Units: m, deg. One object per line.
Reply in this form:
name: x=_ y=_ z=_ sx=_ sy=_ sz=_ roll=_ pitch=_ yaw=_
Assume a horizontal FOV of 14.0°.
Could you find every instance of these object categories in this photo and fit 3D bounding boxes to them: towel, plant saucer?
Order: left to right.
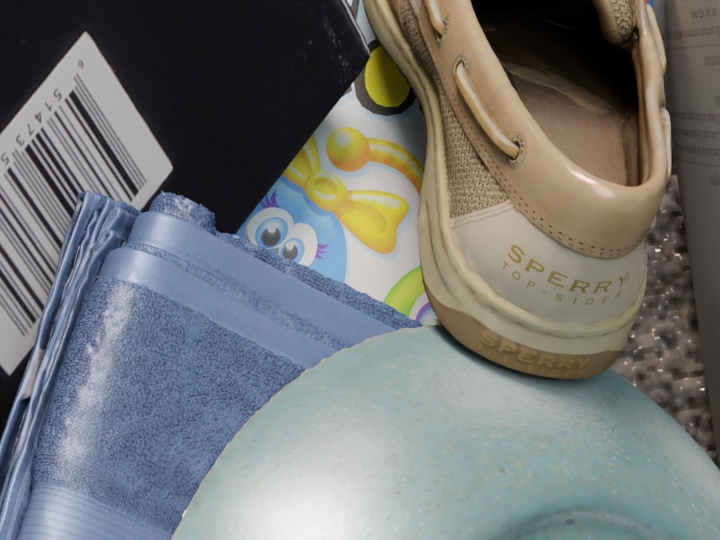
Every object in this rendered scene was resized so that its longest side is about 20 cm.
towel: x=-0.043 y=0.090 z=0.659 sx=0.112 sy=0.049 sz=0.200 roll=29 pitch=63 yaw=-26
plant saucer: x=0.043 y=0.108 z=0.663 sx=0.201 sy=0.039 sz=0.201 roll=10 pitch=73 yaw=-33

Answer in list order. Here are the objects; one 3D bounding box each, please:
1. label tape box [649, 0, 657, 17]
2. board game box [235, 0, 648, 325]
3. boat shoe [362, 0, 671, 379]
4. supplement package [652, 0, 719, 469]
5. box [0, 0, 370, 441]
label tape box: x=0.162 y=-0.134 z=0.925 sx=0.144 sy=0.063 sz=0.200 roll=32 pitch=77 yaw=-2
board game box: x=0.000 y=0.000 z=0.820 sx=0.103 sy=0.105 sz=0.200 roll=19 pitch=69 yaw=-8
boat shoe: x=0.046 y=-0.064 z=0.731 sx=0.071 sy=0.065 sz=0.200 roll=8 pitch=42 yaw=-17
supplement package: x=0.155 y=-0.016 z=0.816 sx=0.117 sy=0.117 sz=0.200 roll=-9 pitch=94 yaw=-4
box: x=-0.141 y=-0.041 z=0.742 sx=0.198 sy=0.123 sz=0.200 roll=18 pitch=60 yaw=39
